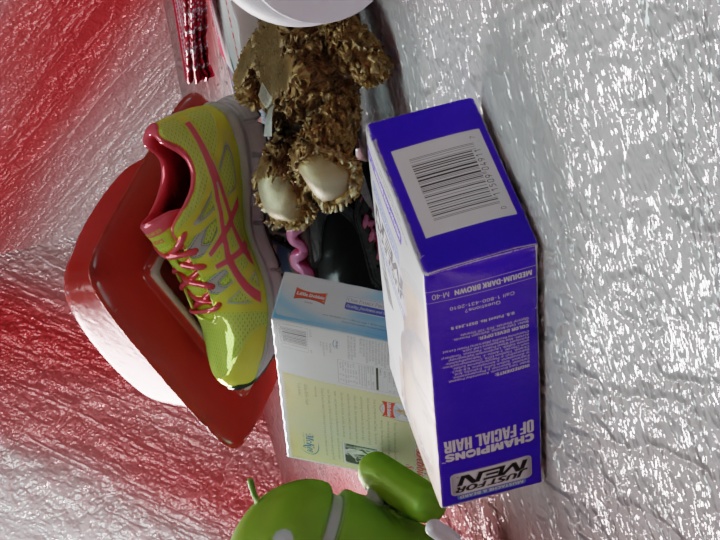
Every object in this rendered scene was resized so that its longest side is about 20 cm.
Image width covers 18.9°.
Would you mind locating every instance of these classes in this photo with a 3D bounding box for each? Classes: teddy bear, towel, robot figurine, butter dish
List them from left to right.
[{"bbox_3d":[-0.147,0.007,1.590,0.200,0.147,0.200,52,-136,-32],"label":"butter dish"},{"bbox_3d":[-0.124,-0.243,1.526,0.200,0.022,0.145,96,164,-60],"label":"towel"},{"bbox_3d":[-0.030,-0.124,1.388,0.145,0.067,0.201,-50,44,47],"label":"teddy bear"},{"bbox_3d":[0.000,0.209,1.403,0.176,0.199,0.116,-65,7,2],"label":"robot figurine"}]

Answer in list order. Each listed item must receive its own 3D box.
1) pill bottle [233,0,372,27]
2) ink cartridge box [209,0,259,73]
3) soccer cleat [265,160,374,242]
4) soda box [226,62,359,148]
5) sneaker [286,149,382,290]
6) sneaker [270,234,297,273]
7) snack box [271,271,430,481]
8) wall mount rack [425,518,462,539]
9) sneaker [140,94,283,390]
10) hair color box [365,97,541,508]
[{"bbox_3d":[-0.040,-0.202,1.225,0.200,0.112,0.113,-121,19,-68],"label":"pill bottle"},{"bbox_3d":[-0.065,-0.213,1.537,0.200,0.084,0.145,-123,21,-73],"label":"ink cartridge box"},{"bbox_3d":[-0.031,-0.047,1.593,0.200,0.086,0.070,142,114,-83],"label":"soccer cleat"},{"bbox_3d":[-0.057,-0.138,1.688,0.200,0.068,0.064,-125,22,-70],"label":"soda box"},{"bbox_3d":[0.000,0.000,1.460,0.079,0.095,0.201,-55,-33,-67],"label":"sneaker"},{"bbox_3d":[-0.031,0.047,1.555,0.200,0.072,0.072,51,166,-22],"label":"sneaker"},{"bbox_3d":[0.008,0.075,1.378,0.200,0.116,0.037,88,-165,-60],"label":"snack box"},{"bbox_3d":[0.094,0.226,1.139,0.200,0.074,0.174,-121,19,-66],"label":"wall mount rack"},{"bbox_3d":[-0.109,-0.016,1.472,0.078,0.090,0.201,-7,90,54],"label":"sneaker"},{"bbox_3d":[0.050,0.021,1.138,0.200,0.065,0.110,81,172,-49],"label":"hair color box"}]
